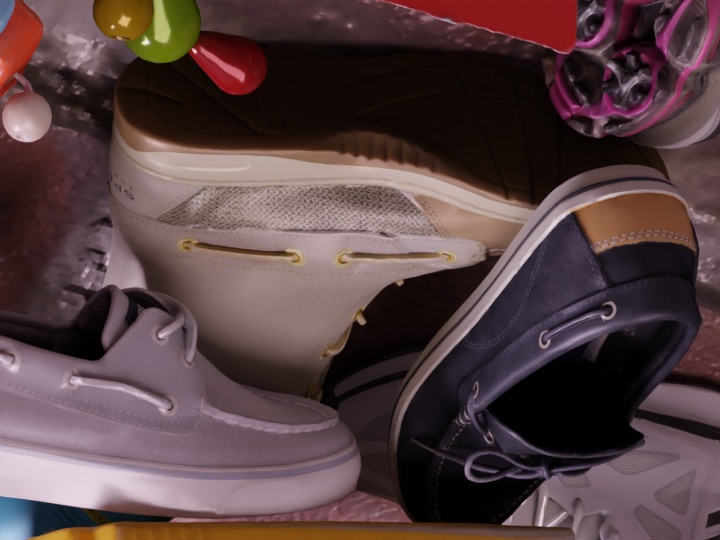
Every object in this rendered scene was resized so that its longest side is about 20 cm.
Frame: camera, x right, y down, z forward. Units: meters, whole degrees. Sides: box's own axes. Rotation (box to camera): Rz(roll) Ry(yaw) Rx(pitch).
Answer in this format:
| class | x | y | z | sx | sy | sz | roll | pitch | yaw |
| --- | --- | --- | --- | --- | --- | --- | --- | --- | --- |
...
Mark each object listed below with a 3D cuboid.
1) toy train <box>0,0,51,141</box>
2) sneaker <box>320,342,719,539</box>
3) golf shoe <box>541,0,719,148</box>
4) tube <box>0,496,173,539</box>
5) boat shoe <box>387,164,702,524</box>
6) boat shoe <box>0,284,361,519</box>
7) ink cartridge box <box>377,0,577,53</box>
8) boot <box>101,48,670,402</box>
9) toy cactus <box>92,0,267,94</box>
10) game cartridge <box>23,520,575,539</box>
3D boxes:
| class | x | y | z | sx | sy | sz | roll | pitch | yaw |
| --- | --- | --- | --- | --- | --- | --- | --- | --- | --- |
| toy train | -0.123 | -0.129 | 0.746 | 0.150 | 0.056 | 0.200 | 41 | 152 | 4 |
| sneaker | 0.077 | 0.095 | 1.027 | 0.199 | 0.116 | 0.076 | 6 | 134 | -19 |
| golf shoe | 0.150 | -0.117 | 0.871 | 0.092 | 0.073 | 0.200 | 4 | 143 | -44 |
| tube | -0.142 | 0.115 | 1.051 | 0.077 | 0.051 | 0.200 | 35 | 124 | -30 |
| boat shoe | 0.063 | 0.045 | 0.917 | 0.074 | 0.063 | 0.200 | -1 | 145 | -26 |
| boat shoe | -0.088 | 0.039 | 0.889 | 0.199 | 0.072 | 0.069 | 9 | 100 | -20 |
| ink cartridge box | 0.005 | -0.174 | 0.681 | 0.160 | 0.202 | 0.050 | 12 | 159 | -25 |
| boot | 0.000 | 0.000 | 0.944 | 0.198 | 0.072 | 0.155 | 5 | 133 | -12 |
| toy cactus | -0.050 | -0.143 | 0.782 | 0.164 | 0.103 | 0.200 | 20 | 137 | -18 |
| game cartridge | -0.049 | 0.118 | 0.964 | 0.199 | 0.033 | 0.176 | 3 | 167 | -31 |
